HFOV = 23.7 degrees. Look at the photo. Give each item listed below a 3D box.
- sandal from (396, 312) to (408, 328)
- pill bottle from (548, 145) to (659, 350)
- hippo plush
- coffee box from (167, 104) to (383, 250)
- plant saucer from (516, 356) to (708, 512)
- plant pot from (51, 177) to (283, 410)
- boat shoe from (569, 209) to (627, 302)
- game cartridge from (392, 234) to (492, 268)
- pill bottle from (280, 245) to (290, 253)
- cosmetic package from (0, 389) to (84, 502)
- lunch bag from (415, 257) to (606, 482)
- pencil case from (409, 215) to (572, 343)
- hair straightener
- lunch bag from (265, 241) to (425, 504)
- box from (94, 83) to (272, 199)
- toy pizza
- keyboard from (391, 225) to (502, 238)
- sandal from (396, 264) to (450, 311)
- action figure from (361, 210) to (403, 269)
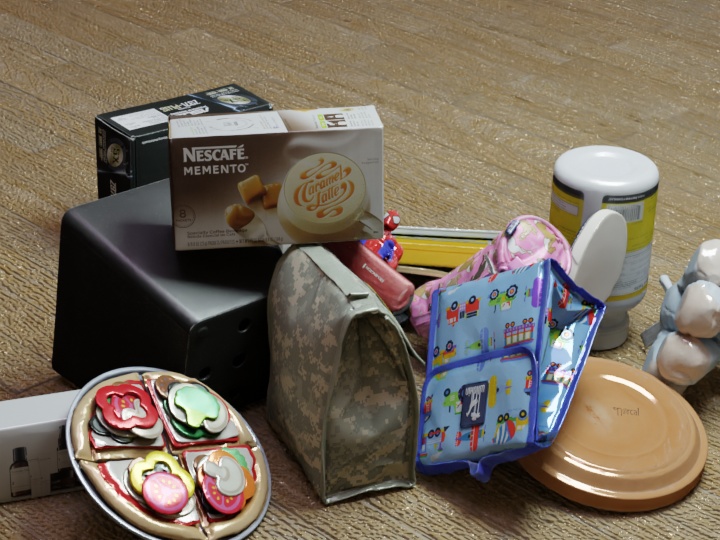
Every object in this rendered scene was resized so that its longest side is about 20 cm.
[{"bbox_3d":[-0.018,0.069,1.796,0.075,0.045,0.200,25,25,23],"label":"sandal"},{"bbox_3d":[0.254,-0.023,1.831,0.111,0.202,0.112,2,26,-1],"label":"pill bottle"},{"bbox_3d":[0.383,0.078,1.752,0.160,0.160,0.200,22,-17,0],"label":"hippo plush"},{"bbox_3d":[-0.080,-0.089,1.617,0.198,0.115,0.080,-3,22,-7],"label":"coffee box"},{"bbox_3d":[0.234,0.147,1.635,0.198,0.033,0.201,7,37,-5],"label":"plant saucer"},{"bbox_3d":[-0.173,0.041,1.705,0.199,0.201,0.177,-19,44,-37],"label":"plant pot"},{"bbox_3d":[0.197,0.025,1.758,0.074,0.201,0.092,24,-2,-44],"label":"boat shoe"},{"bbox_3d":[0.090,-0.024,1.933,0.175,0.033,0.200,4,2,4],"label":"game cartridge"},{"bbox_3d":[-0.070,-0.074,2.013,0.112,0.114,0.200,16,30,26],"label":"pill bottle"},{"bbox_3d":[-0.324,0.165,1.554,0.198,0.083,0.051,-8,28,-18],"label":"cosmetic package"},{"bbox_3d":[0.130,0.108,1.603,0.150,0.094,0.201,-17,47,42],"label":"lunch bag"},{"bbox_3d":[0.128,0.016,1.735,0.086,0.200,0.083,20,60,-21],"label":"pencil case"},{"bbox_3d":[-0.031,-0.020,1.709,0.199,0.041,0.077,33,-7,9],"label":"hair straightener"},{"bbox_3d":[-0.016,0.084,1.603,0.117,0.202,0.164,-9,28,-21],"label":"lunch bag"},{"bbox_3d":[-0.206,-0.115,2.027,0.199,0.165,0.086,-17,32,-34],"label":"box"},{"bbox_3d":[-0.166,0.160,1.530,0.199,0.032,0.201,21,39,-18],"label":"toy pizza"},{"bbox_3d":[0.073,-0.046,1.967,0.198,0.011,0.056,3,5,-8],"label":"keyboard"},{"bbox_3d":[0.091,0.032,1.861,0.210,0.070,0.078,4,3,-9],"label":"sandal"},{"bbox_3d":[0.000,0.000,1.773,0.065,0.052,0.200,18,40,12],"label":"action figure"}]
